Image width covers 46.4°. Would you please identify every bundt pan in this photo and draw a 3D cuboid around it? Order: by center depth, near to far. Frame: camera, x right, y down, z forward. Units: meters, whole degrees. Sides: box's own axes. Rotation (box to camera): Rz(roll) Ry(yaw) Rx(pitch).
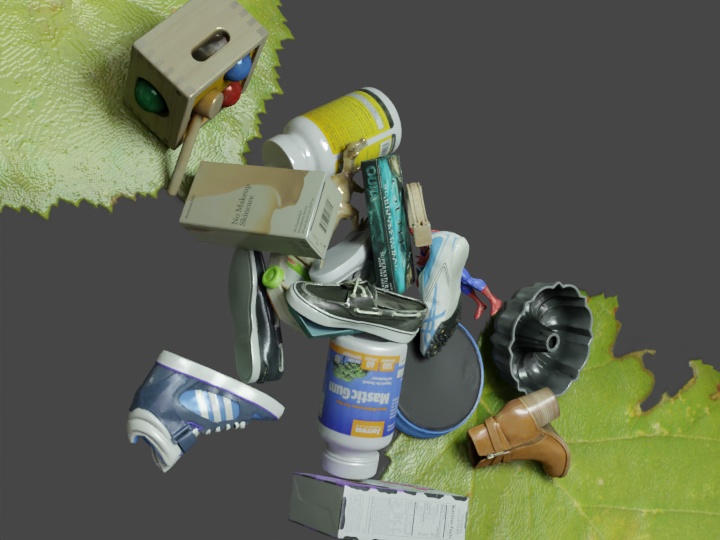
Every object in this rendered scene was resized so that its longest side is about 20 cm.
[{"bbox_3d":[0.293,0.112,1.398,0.201,0.076,0.203,-8,103,-35],"label":"bundt pan"}]

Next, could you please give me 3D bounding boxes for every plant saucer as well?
[{"bbox_3d":[-0.016,0.064,1.191,0.200,0.019,0.070,-2,45,-47],"label":"plant saucer"}]

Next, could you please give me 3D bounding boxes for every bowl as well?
[{"bbox_3d":[0.110,0.164,1.331,0.200,0.039,0.201,5,79,-27],"label":"bowl"}]

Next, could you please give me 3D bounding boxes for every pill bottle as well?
[{"bbox_3d":[-0.002,0.190,1.204,0.112,0.112,0.201,4,99,-28],"label":"pill bottle"},{"bbox_3d":[-0.044,-0.194,1.269,0.200,0.112,0.113,-30,96,-29],"label":"pill bottle"}]

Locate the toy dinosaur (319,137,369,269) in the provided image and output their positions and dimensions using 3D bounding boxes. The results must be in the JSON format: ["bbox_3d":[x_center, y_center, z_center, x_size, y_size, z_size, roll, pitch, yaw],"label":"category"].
[{"bbox_3d":[-0.030,-0.093,1.222,0.101,0.058,0.201,26,79,-58],"label":"toy dinosaur"}]

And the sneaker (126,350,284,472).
[{"bbox_3d":[-0.215,0.208,1.133,0.200,0.081,0.147,29,78,-26],"label":"sneaker"}]

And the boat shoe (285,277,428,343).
[{"bbox_3d":[-0.003,0.041,1.150,0.199,0.064,0.071,15,33,-23],"label":"boat shoe"}]

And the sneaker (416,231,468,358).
[{"bbox_3d":[0.116,0.036,1.280,0.072,0.072,0.201,-15,119,-53],"label":"sneaker"}]

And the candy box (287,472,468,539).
[{"bbox_3d":[0.023,0.335,1.179,0.199,0.168,0.072,13,78,-27],"label":"candy box"}]

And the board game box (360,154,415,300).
[{"bbox_3d":[0.043,-0.067,1.239,0.135,0.028,0.201,-34,117,-70],"label":"board game box"}]

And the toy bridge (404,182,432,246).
[{"bbox_3d":[0.084,-0.099,1.285,0.027,0.200,0.067,-8,110,3],"label":"toy bridge"}]

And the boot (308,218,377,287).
[{"bbox_3d":[0.000,0.000,1.251,0.200,0.073,0.096,-43,120,-49],"label":"boot"}]

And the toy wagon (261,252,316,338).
[{"bbox_3d":[-0.080,-0.001,1.231,0.155,0.039,0.200,40,39,-40],"label":"toy wagon"}]

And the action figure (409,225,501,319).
[{"bbox_3d":[0.134,0.013,1.355,0.200,0.065,0.099,50,56,-13],"label":"action figure"}]

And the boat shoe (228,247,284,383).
[{"bbox_3d":[-0.146,0.060,1.196,0.060,0.076,0.201,2,82,-36],"label":"boat shoe"}]

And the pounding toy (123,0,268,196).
[{"bbox_3d":[-0.230,-0.244,1.153,0.142,0.184,0.200,43,64,-2],"label":"pounding toy"}]

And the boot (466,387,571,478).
[{"bbox_3d":[0.256,0.292,1.364,0.155,0.077,0.200,-25,131,-9],"label":"boot"}]

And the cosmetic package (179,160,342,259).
[{"bbox_3d":[-0.137,-0.085,1.154,0.071,0.199,0.106,52,48,-61],"label":"cosmetic package"}]
